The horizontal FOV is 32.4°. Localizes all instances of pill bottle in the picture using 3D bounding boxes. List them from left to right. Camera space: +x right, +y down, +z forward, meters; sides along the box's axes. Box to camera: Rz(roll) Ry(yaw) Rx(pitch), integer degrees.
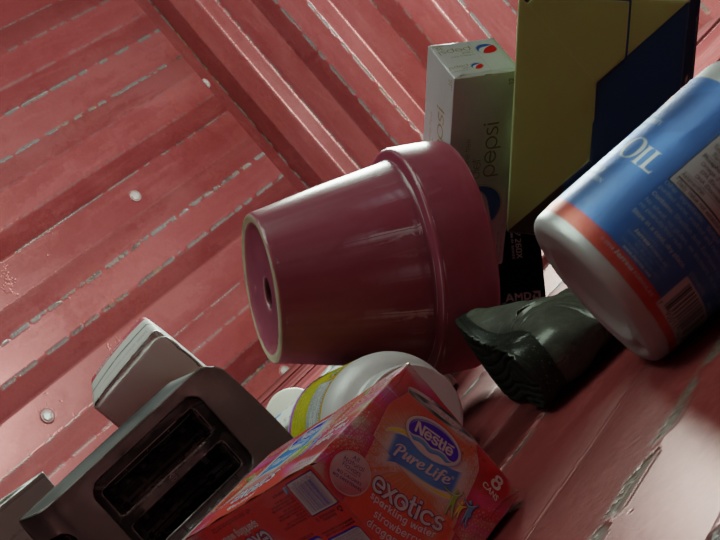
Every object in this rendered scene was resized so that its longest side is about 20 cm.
[{"bbox_3d":[0.012,0.117,0.935,0.104,0.104,0.200,-41,2,-18],"label":"pill bottle"},{"bbox_3d":[0.209,-0.051,0.724,0.200,0.112,0.112,-41,2,-3],"label":"pill bottle"}]

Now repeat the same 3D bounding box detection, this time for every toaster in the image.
[{"bbox_3d":[-0.117,0.185,0.911,0.200,0.181,0.119,-43,5,-24],"label":"toaster"}]

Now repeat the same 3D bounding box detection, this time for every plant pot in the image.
[{"bbox_3d":[0.000,0.000,1.052,0.178,0.201,0.200,-10,-8,-16],"label":"plant pot"}]

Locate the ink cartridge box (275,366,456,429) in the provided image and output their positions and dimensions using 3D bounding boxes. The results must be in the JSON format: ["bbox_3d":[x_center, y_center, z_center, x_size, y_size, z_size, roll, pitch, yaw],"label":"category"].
[{"bbox_3d":[-0.011,0.140,1.224,0.200,0.084,0.146,-42,1,-2],"label":"ink cartridge box"}]

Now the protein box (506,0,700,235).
[{"bbox_3d":[0.214,-0.147,1.069,0.134,0.200,0.200,6,19,16],"label":"protein box"}]

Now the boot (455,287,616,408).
[{"bbox_3d":[0.150,0.034,0.896,0.130,0.068,0.200,-36,9,-6],"label":"boot"}]

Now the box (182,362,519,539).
[{"bbox_3d":[-0.013,0.149,0.736,0.095,0.103,0.200,-41,0,-37],"label":"box"}]

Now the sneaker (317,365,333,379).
[{"bbox_3d":[0.017,0.118,1.438,0.200,0.074,0.079,-41,7,-4],"label":"sneaker"}]

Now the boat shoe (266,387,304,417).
[{"bbox_3d":[-0.097,0.221,1.355,0.072,0.069,0.201,1,43,14],"label":"boat shoe"}]

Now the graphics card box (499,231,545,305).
[{"bbox_3d":[0.138,-0.056,1.221,0.051,0.201,0.125,-4,-3,-7],"label":"graphics card box"}]

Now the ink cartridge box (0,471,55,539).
[{"bbox_3d":[-0.268,0.291,1.118,0.085,0.200,0.146,-41,2,-28],"label":"ink cartridge box"}]

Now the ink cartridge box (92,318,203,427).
[{"bbox_3d":[-0.158,0.121,1.092,0.085,0.146,0.200,-50,10,-9],"label":"ink cartridge box"}]

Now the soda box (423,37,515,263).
[{"bbox_3d":[0.094,-0.099,1.102,0.063,0.201,0.068,-10,37,-14],"label":"soda box"}]
